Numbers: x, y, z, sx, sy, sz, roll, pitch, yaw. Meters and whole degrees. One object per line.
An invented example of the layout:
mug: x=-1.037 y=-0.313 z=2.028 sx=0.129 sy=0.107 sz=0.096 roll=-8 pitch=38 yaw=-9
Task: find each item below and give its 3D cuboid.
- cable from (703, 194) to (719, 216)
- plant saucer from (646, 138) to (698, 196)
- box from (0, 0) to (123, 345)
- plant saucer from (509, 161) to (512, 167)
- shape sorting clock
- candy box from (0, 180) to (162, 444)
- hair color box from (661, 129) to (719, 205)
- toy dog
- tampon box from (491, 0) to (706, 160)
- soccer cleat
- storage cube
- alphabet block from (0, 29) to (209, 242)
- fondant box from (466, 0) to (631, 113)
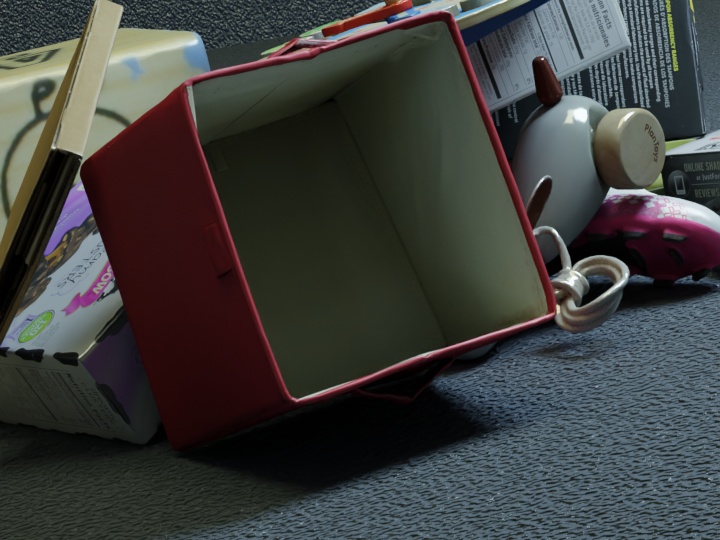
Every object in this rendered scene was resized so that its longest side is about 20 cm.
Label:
cable: x=0.228 y=-0.019 z=1.693 sx=0.199 sy=0.050 sz=0.097 roll=-19 pitch=28 yaw=50
plant saucer: x=0.191 y=-0.057 z=1.908 sx=0.199 sy=0.031 sz=0.200 roll=-12 pitch=11 yaw=2
box: x=-0.188 y=-0.051 z=1.574 sx=0.021 sy=0.164 sz=0.200 roll=21 pitch=29 yaw=-10
plant saucer: x=0.016 y=-0.051 z=1.987 sx=0.199 sy=0.037 sz=0.200 roll=-5 pitch=21 yaw=26
shape sorting clock: x=0.026 y=-0.151 z=1.600 sx=0.199 sy=0.039 sz=0.200 roll=-21 pitch=13 yaw=5
candy box: x=-0.148 y=0.017 z=1.613 sx=0.168 sy=0.072 sz=0.199 roll=-48 pitch=27 yaw=-26
hair color box: x=0.303 y=-0.077 z=1.804 sx=0.101 sy=0.062 sz=0.199 roll=-2 pitch=14 yaw=46
toy dog: x=0.098 y=-0.048 z=1.578 sx=0.131 sy=0.097 sz=0.201 roll=-18 pitch=32 yaw=32
tampon box: x=0.140 y=-0.145 z=1.872 sx=0.198 sy=0.127 sz=0.150 roll=-7 pitch=2 yaw=7
soccer cleat: x=0.151 y=-0.038 z=1.667 sx=0.199 sy=0.070 sz=0.087 roll=-3 pitch=55 yaw=42
storage cube: x=-0.028 y=-0.015 z=1.442 sx=0.170 sy=0.201 sz=0.180 roll=-18 pitch=-4 yaw=-26
alphabet block: x=-0.212 y=-0.057 z=1.874 sx=0.199 sy=0.197 sz=0.196 roll=-16 pitch=10 yaw=-20
fondant box: x=0.052 y=-0.128 z=1.685 sx=0.199 sy=0.059 sz=0.144 roll=-25 pitch=12 yaw=-16
